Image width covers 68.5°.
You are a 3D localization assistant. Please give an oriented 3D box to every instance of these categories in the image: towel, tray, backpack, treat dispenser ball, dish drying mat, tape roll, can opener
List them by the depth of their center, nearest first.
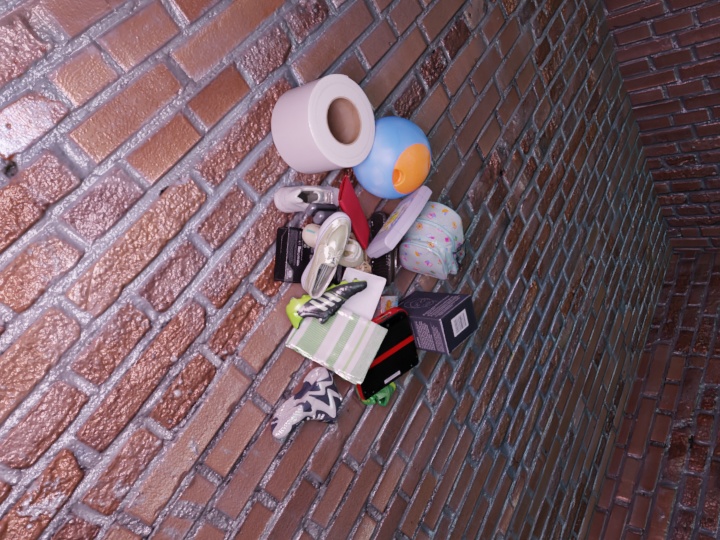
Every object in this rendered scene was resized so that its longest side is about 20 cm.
[{"bbox_3d":[-0.083,-0.329,1.209,0.202,0.139,0.204,-2,93,-44],"label":"tape roll"},{"bbox_3d":[-0.068,-0.121,1.228,0.067,0.053,0.200,-50,166,15],"label":"can opener"},{"bbox_3d":[-0.056,0.157,1.237,0.199,0.023,0.153,26,67,5],"label":"towel"},{"bbox_3d":[-0.014,-0.133,1.261,0.200,0.018,0.077,61,36,-55],"label":"dish drying mat"},{"bbox_3d":[-0.020,0.095,1.303,0.107,0.022,0.201,17,102,-18],"label":"tray"},{"bbox_3d":[0.077,-0.281,1.324,0.200,0.200,0.202,-1,92,-44],"label":"treat dispenser ball"},{"bbox_3d":[0.190,-0.083,1.434,0.153,0.175,0.201,-52,147,-33],"label":"backpack"}]

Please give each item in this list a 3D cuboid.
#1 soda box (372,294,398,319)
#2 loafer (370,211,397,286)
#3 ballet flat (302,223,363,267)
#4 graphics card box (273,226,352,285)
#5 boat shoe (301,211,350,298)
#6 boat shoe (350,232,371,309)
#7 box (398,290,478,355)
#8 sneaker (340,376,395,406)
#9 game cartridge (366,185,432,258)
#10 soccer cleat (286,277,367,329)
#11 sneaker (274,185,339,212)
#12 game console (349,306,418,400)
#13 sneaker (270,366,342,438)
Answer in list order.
[{"bbox_3d":[0.055,0.164,1.408,0.068,0.063,0.201,2,90,-45],"label":"soda box"},{"bbox_3d":[0.076,-0.058,1.416,0.071,0.073,0.201,-4,93,-42],"label":"loafer"},{"bbox_3d":[-0.047,-0.054,1.231,0.200,0.069,0.070,21,76,-43],"label":"ballet flat"},{"bbox_3d":[-0.109,-0.029,1.252,0.199,0.051,0.126,6,87,-46],"label":"graphics card box"},{"bbox_3d":[-0.067,-0.029,1.154,0.072,0.062,0.201,10,115,-32],"label":"boat shoe"},{"bbox_3d":[0.000,0.000,1.349,0.071,0.064,0.201,0,91,-44],"label":"boat shoe"},{"bbox_3d":[0.191,0.137,1.446,0.148,0.199,0.108,-31,113,-39],"label":"box"},{"bbox_3d":[0.021,0.303,1.371,0.200,0.074,0.084,34,64,-40],"label":"sneaker"},{"bbox_3d":[0.098,-0.123,1.318,0.040,0.133,0.200,41,66,-14],"label":"game cartridge"},{"bbox_3d":[-0.072,0.077,1.228,0.199,0.068,0.081,-19,83,-7],"label":"soccer cleat"},{"bbox_3d":[-0.101,-0.165,1.238,0.200,0.080,0.071,-10,96,-45],"label":"sneaker"},{"bbox_3d":[0.056,0.203,1.329,0.199,0.031,0.178,-28,114,-30],"label":"game console"},{"bbox_3d":[-0.111,0.338,1.236,0.130,0.079,0.199,55,45,-20],"label":"sneaker"}]
